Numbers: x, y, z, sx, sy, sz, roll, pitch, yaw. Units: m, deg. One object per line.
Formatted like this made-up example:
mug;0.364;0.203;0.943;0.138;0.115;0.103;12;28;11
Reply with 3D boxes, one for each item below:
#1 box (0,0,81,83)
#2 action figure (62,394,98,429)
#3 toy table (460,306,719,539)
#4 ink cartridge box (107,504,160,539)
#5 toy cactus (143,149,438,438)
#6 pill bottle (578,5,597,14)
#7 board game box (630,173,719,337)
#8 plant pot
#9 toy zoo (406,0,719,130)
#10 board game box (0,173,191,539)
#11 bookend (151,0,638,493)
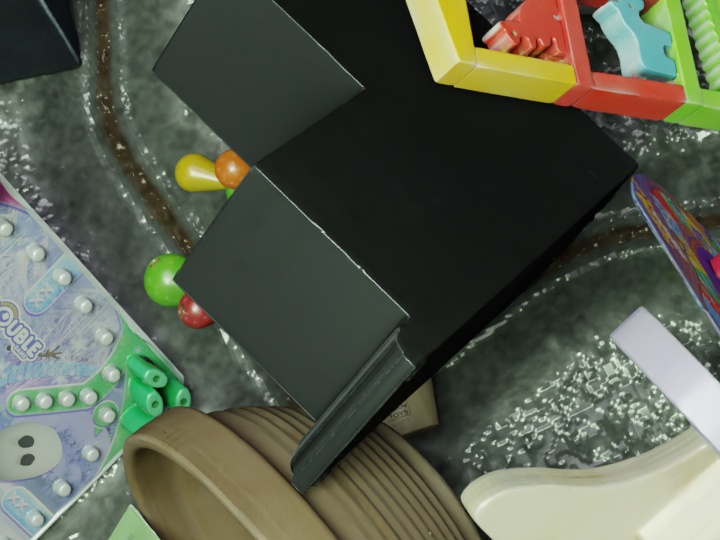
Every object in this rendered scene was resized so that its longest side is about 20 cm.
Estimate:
box;-0.265;-0.196;1.054;0.200;0.117;0.197;-11;71;3
action figure;-0.208;0.017;1.014;0.200;0.052;0.065;37;78;15
toy table;0.144;0.121;0.869;0.117;0.184;0.200;-43;104;3
ink cartridge box;-0.079;0.215;0.894;0.200;0.104;0.059;47;39;19
toy cactus;0.000;0.000;0.972;0.200;0.102;0.165;-19;80;-9
pill bottle;0.144;-0.232;1.007;0.112;0.112;0.200;40;82;18
board game box;0.193;0.027;0.878;0.039;0.158;0.200;-37;58;15
plant pot;-0.008;0.129;0.875;0.093;0.201;0.201;-36;70;-21
toy zoo;0.085;-0.133;0.882;0.200;0.020;0.131;6;63;-31
board game box;-0.197;0.067;0.915;0.200;0.200;0.026;-45;38;-9
bookend;-0.019;-0.047;0.838;0.199;0.092;0.200;44;41;6
